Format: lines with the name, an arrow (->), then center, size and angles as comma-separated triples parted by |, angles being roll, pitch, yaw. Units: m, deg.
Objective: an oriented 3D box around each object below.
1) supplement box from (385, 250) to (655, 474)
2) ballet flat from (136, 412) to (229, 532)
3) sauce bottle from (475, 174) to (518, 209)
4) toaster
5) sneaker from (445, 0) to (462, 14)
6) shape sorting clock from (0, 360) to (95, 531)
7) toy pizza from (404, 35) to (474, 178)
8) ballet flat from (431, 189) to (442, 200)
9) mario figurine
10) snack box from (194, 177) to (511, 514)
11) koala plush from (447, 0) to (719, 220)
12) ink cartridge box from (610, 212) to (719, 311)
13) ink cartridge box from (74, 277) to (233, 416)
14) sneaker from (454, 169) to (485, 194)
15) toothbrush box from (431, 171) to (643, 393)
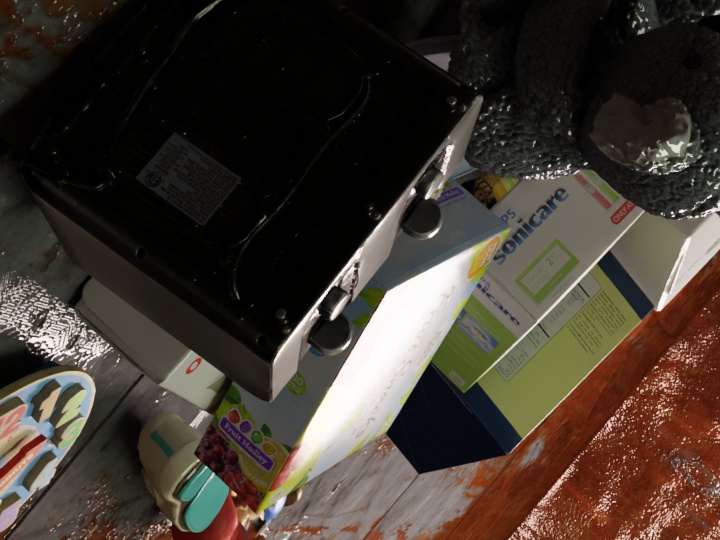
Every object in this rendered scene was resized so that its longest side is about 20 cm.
supplement box -> 0.114, 0.059, 1.514 | 0.200, 0.134, 0.200 | -41, -174, -23
ballet flat -> -0.141, 0.153, 1.320 | 0.069, 0.069, 0.200 | -44, 168, -15
sauce bottle -> 0.069, -0.043, 1.415 | 0.200, 0.065, 0.065 | -30, 155, -50
toaster -> -0.064, -0.055, 0.887 | 0.181, 0.200, 0.119 | -52, 167, -18
sneaker -> 0.081, -0.209, 1.069 | 0.088, 0.081, 0.200 | -48, 164, 0
shape sorting clock -> -0.243, 0.136, 1.071 | 0.200, 0.039, 0.200 | -43, 161, -18
toy pizza -> 0.030, -0.106, 1.133 | 0.199, 0.032, 0.200 | -13, 157, -5
ballet flat -> -0.012, -0.077, 1.046 | 0.199, 0.076, 0.064 | 1, 135, -42
mario figurine -> -0.088, 0.215, 1.495 | 0.200, 0.105, 0.124 | -34, 124, -60
snack box -> -0.004, 0.046, 1.136 | 0.168, 0.068, 0.200 | -25, 151, -55
koala plush -> 0.161, -0.098, 1.000 | 0.177, 0.200, 0.184 | 21, 108, -48
ink cartridge box -> 0.242, -0.100, 1.491 | 0.147, 0.200, 0.146 | -43, 162, -20
ink cartridge box -> -0.085, 0.016, 1.130 | 0.145, 0.085, 0.200 | -49, 162, -3
sneaker -> 0.090, -0.114, 1.250 | 0.075, 0.082, 0.200 | -37, 163, -40
toothbrush box -> 0.122, -0.006, 1.311 | 0.146, 0.086, 0.200 | -44, 174, -23
